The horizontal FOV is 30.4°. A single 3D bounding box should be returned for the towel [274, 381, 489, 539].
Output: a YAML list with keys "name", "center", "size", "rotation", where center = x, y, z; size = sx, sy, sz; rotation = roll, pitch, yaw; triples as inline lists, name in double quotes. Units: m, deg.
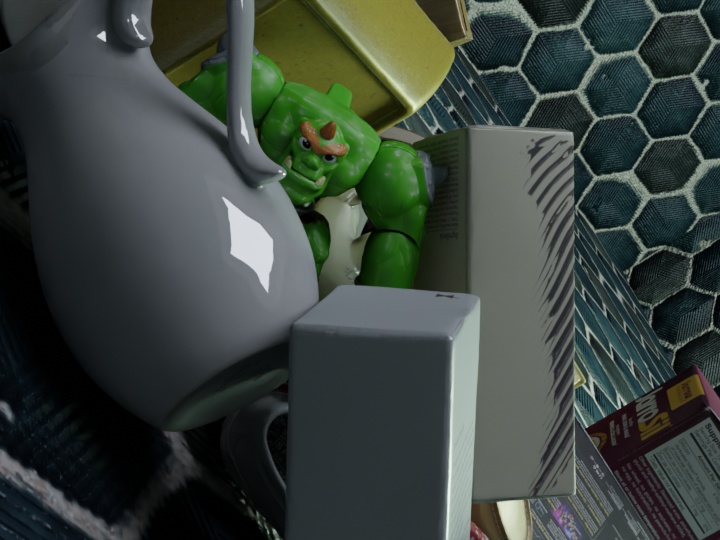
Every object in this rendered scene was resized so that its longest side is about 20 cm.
- name: "towel"
  center: [0.000, 0.105, 0.745]
  size: [0.200, 0.023, 0.144]
  rotation: [50, -16, -28]

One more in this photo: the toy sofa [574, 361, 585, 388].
- name: "toy sofa"
  center: [0.142, 0.114, 1.183]
  size: [0.083, 0.097, 0.200]
  rotation: [57, 14, -5]

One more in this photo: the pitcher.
- name: "pitcher"
  center: [-0.085, -0.045, 0.607]
  size: [0.121, 0.171, 0.201]
  rotation: [-7, 62, -54]

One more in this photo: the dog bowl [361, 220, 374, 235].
- name: "dog bowl"
  center: [0.041, 0.041, 1.051]
  size: [0.200, 0.074, 0.200]
  rotation: [52, 14, -19]

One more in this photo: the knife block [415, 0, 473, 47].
- name: "knife block"
  center: [-0.047, -0.150, 0.873]
  size: [0.200, 0.175, 0.064]
  rotation: [-7, -82, 63]

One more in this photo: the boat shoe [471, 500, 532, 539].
- name: "boat shoe"
  center: [0.085, 0.105, 0.837]
  size: [0.071, 0.064, 0.201]
  rotation: [-60, 138, -52]

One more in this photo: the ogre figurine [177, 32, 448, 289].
- name: "ogre figurine"
  center: [-0.044, -0.044, 0.715]
  size: [0.200, 0.120, 0.098]
  rotation: [36, 16, 10]

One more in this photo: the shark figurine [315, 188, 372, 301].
- name: "shark figurine"
  center: [-0.004, -0.016, 0.875]
  size: [0.215, 0.128, 0.090]
  rotation: [-54, 159, -41]

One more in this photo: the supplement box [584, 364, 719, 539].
- name: "supplement box"
  center: [0.228, 0.186, 1.111]
  size: [0.103, 0.199, 0.131]
  rotation: [56, 13, -4]

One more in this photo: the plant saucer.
- name: "plant saucer"
  center: [-0.062, -0.109, 0.769]
  size: [0.200, 0.199, 0.049]
  rotation: [38, 28, -52]

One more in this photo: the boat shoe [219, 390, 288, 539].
- name: "boat shoe"
  center: [0.009, 0.141, 0.677]
  size: [0.201, 0.072, 0.068]
  rotation: [56, -17, -8]

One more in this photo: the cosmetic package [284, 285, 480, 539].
- name: "cosmetic package"
  center: [0.010, 0.114, 0.585]
  size: [0.101, 0.071, 0.201]
  rotation: [-36, 130, -76]

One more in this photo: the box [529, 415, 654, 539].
- name: "box"
  center: [0.136, 0.193, 0.961]
  size: [0.160, 0.043, 0.201]
  rotation: [-35, 93, -47]

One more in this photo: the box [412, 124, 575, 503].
- name: "box"
  center: [0.073, 0.023, 0.739]
  size: [0.082, 0.068, 0.201]
  rotation: [180, -91, -70]

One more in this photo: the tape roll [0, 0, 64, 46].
- name: "tape roll"
  center: [-0.122, -0.210, 0.775]
  size: [0.203, 0.202, 0.140]
  rotation: [39, 23, -52]

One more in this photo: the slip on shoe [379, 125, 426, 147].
- name: "slip on shoe"
  center: [-0.012, -0.088, 1.003]
  size: [0.199, 0.076, 0.061]
  rotation: [11, 32, -10]
